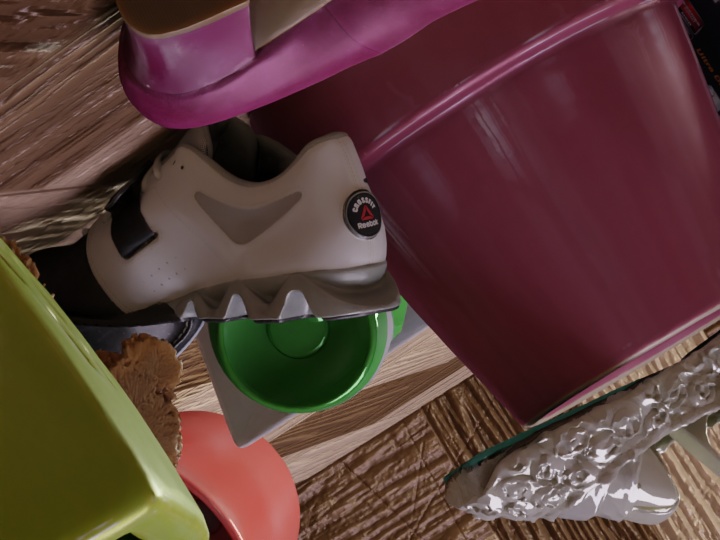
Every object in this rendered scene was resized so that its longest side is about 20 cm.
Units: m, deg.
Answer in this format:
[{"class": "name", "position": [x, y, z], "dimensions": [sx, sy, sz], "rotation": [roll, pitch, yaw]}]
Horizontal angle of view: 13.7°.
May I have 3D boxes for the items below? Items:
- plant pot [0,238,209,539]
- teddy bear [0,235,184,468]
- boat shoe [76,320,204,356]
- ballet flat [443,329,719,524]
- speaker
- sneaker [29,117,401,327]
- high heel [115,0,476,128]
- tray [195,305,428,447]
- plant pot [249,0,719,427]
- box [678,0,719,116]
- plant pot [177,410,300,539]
[{"class": "plant pot", "position": [-0.169, 0.038, 0.760], "dimensions": [0.199, 0.182, 0.200], "rotation": [-30, 174, -4]}, {"class": "teddy bear", "position": [-0.165, 0.062, 1.201], "dimensions": [0.200, 0.145, 0.067], "rotation": [-21, -165, -40]}, {"class": "boat shoe", "position": [-0.150, 0.056, 1.341], "dimensions": [0.200, 0.072, 0.071], "rotation": [-29, -150, -9]}, {"class": "ballet flat", "position": [0.132, 0.066, 1.252], "dimensions": [0.200, 0.072, 0.072], "rotation": [-27, 173, -20]}, {"class": "speaker", "position": [-0.023, 0.007, 1.409], "dimensions": [0.088, 0.089, 0.200], "rotation": [-32, -171, 9]}, {"class": "sneaker", "position": [-0.069, -0.022, 1.257], "dimensions": [0.200, 0.089, 0.074], "rotation": [-4, -174, 37]}, {"class": "high heel", "position": [0.014, -0.099, 0.998], "dimensions": [0.200, 0.067, 0.096], "rotation": [-25, 163, -6]}, {"class": "tray", "position": [0.000, 0.000, 1.532], "dimensions": [0.200, 0.108, 0.022], "rotation": [-34, 150, 22]}, {"class": "plant pot", "position": [0.079, -0.040, 1.290], "dimensions": [0.200, 0.179, 0.200], "rotation": [-30, 174, -3]}, {"class": "box", "position": [0.181, -0.078, 1.362], "dimensions": [0.046, 0.200, 0.159], "rotation": [-31, 174, -19]}, {"class": "plant pot", "position": [-0.134, 0.189, 2.040], "dimensions": [0.200, 0.201, 0.177], "rotation": [-34, -178, 23]}]
